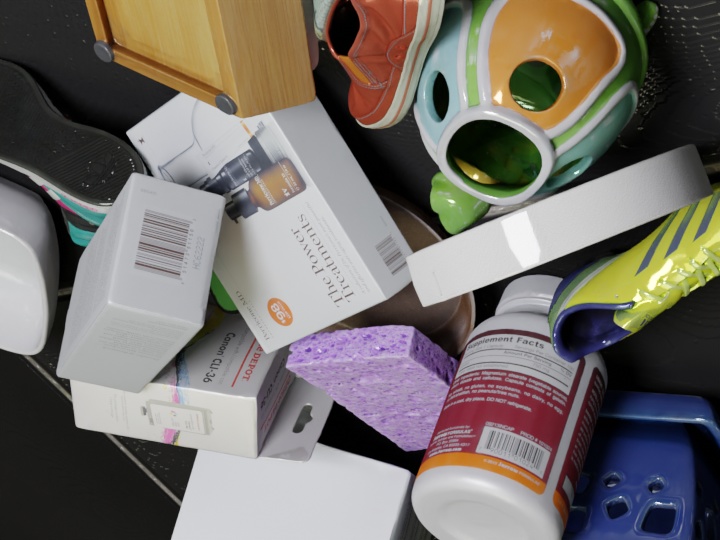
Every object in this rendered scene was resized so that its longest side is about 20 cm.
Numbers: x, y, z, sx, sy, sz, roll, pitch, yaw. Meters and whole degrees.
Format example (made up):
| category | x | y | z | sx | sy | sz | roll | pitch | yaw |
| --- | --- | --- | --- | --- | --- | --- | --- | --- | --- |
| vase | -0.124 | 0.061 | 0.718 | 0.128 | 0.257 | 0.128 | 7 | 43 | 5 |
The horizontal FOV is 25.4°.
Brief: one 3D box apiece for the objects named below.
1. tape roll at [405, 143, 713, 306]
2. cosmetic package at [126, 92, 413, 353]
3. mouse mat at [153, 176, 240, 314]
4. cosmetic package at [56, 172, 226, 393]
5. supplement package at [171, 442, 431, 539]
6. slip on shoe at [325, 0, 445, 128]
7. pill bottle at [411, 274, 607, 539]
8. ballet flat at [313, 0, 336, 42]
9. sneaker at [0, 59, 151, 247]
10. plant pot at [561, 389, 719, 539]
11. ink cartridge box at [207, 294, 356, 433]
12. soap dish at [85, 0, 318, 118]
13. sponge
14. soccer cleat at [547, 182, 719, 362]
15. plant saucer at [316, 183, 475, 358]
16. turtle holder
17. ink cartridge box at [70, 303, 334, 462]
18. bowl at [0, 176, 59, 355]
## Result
| category | x | y | z | sx | sy | sz | roll | pitch | yaw |
| --- | --- | --- | --- | --- | --- | --- | --- | --- | --- |
| tape roll | 0.125 | -0.028 | 1.026 | 0.202 | 0.202 | 0.037 | -22 | 89 | 46 |
| cosmetic package | -0.065 | -0.051 | 1.161 | 0.151 | 0.052 | 0.200 | -26 | 98 | 50 |
| mouse mat | -0.075 | -0.048 | 1.212 | 0.200 | 0.008 | 0.161 | -12 | 108 | 43 |
| cosmetic package | -0.165 | 0.015 | 1.176 | 0.071 | 0.102 | 0.200 | 15 | 159 | -17 |
| supplement package | -0.047 | 0.235 | 1.443 | 0.191 | 0.148 | 0.200 | 14 | 170 | 14 |
| slip on shoe | 0.009 | -0.142 | 0.958 | 0.061 | 0.074 | 0.200 | 4 | 164 | -5 |
| pill bottle | 0.119 | 0.106 | 1.188 | 0.113 | 0.200 | 0.113 | 16 | 145 | 12 |
| ballet flat | 0.006 | -0.221 | 0.957 | 0.071 | 0.069 | 0.200 | 43 | 141 | 5 |
| sneaker | -0.234 | -0.086 | 1.256 | 0.200 | 0.084 | 0.121 | 34 | 165 | 22 |
| plant pot | 0.206 | 0.204 | 1.267 | 0.199 | 0.180 | 0.200 | 1 | 148 | 31 |
| ink cartridge box | -0.078 | 0.040 | 1.371 | 0.162 | 0.057 | 0.200 | 26 | 124 | -2 |
| soap dish | -0.111 | -0.197 | 0.999 | 0.157 | 0.081 | 0.200 | 26 | 146 | 27 |
| sponge | 0.039 | 0.097 | 1.275 | 0.111 | 0.030 | 0.200 | -7 | 152 | 30 |
| soccer cleat | 0.208 | 0.005 | 1.097 | 0.065 | 0.084 | 0.200 | 40 | 133 | -18 |
| plant saucer | 0.000 | 0.000 | 1.249 | 0.200 | 0.035 | 0.201 | 15 | 135 | 16 |
| turtle holder | 0.087 | -0.108 | 0.988 | 0.185 | 0.132 | 0.141 | -20 | 127 | 45 |
| ink cartridge box | -0.124 | 0.086 | 1.316 | 0.199 | 0.117 | 0.068 | 9 | 126 | 11 |
| bowl | -0.351 | -0.026 | 1.405 | 0.199 | 0.075 | 0.200 | 22 | 144 | 4 |
